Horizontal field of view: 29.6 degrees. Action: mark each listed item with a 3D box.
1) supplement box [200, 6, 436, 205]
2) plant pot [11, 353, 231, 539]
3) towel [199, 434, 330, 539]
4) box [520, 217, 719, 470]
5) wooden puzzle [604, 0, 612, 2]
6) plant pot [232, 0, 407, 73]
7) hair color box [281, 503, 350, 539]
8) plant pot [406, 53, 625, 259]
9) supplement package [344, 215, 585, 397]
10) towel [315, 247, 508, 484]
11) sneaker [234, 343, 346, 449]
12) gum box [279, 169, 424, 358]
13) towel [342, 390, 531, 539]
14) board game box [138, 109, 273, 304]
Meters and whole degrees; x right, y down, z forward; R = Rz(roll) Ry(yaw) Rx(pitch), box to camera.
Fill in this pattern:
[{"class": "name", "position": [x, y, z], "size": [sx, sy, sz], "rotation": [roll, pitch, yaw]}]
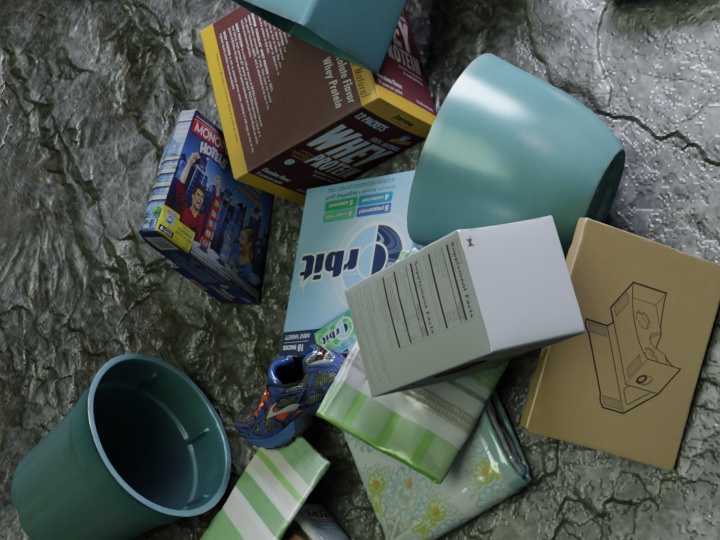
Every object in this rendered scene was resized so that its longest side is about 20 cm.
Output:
[{"class": "supplement box", "position": [-0.046, -0.213, 1.531], "size": [0.199, 0.133, 0.198], "rotation": [-27, 65, 27]}, {"class": "plant pot", "position": [-0.286, 0.229, 1.570], "size": [0.196, 0.200, 0.201], "rotation": [-36, 61, 32]}, {"class": "towel", "position": [-0.111, 0.267, 1.480], "size": [0.201, 0.023, 0.152], "rotation": [-57, 25, 0]}, {"class": "box", "position": [0.247, 0.070, 1.264], "size": [0.021, 0.163, 0.201], "rotation": [-170, 97, -71]}, {"class": "wooden puzzle", "position": [0.337, -0.366, 1.364], "size": [0.199, 0.046, 0.186], "rotation": [-3, 77, 38]}, {"class": "plant pot", "position": [-0.024, -0.333, 1.377], "size": [0.141, 0.141, 0.201], "rotation": [29, 95, 35]}, {"class": "hair color box", "position": [-0.028, 0.350, 1.435], "size": [0.099, 0.061, 0.200], "rotation": [-52, 56, 13]}, {"class": "plant pot", "position": [0.161, -0.088, 1.332], "size": [0.160, 0.200, 0.202], "rotation": [25, 94, 18]}, {"class": "supplement package", "position": [0.090, 0.036, 1.244], "size": [0.200, 0.113, 0.110], "rotation": [-28, 74, 57]}, {"class": "towel", "position": [0.064, 0.091, 1.360], "size": [0.149, 0.031, 0.201], "rotation": [27, 74, 7]}, {"class": "sneaker", "position": [-0.075, 0.127, 1.465], "size": [0.200, 0.078, 0.076], "rotation": [-33, 25, 40]}, {"class": "gum box", "position": [0.000, 0.000, 1.477], "size": [0.169, 0.044, 0.201], "rotation": [-6, 68, 40]}, {"class": "towel", "position": [0.070, 0.171, 1.420], "size": [0.171, 0.048, 0.201], "rotation": [-36, 61, 26]}, {"class": "board game box", "position": [-0.167, -0.092, 1.576], "size": [0.061, 0.200, 0.201], "rotation": [1, 65, 33]}]
